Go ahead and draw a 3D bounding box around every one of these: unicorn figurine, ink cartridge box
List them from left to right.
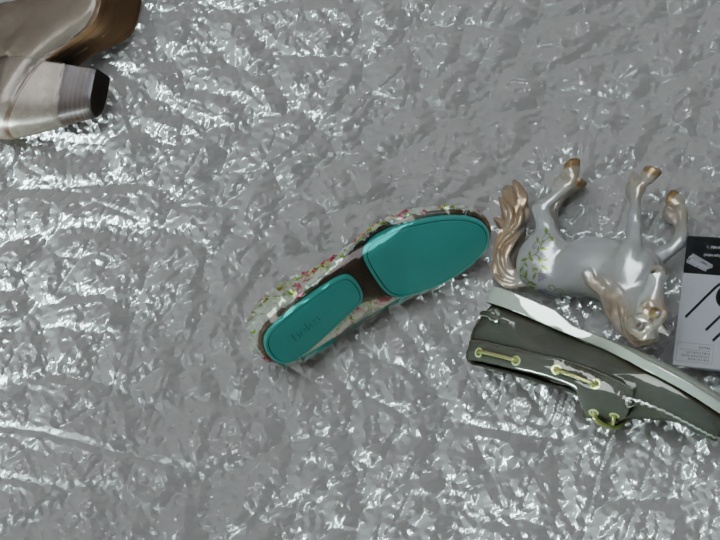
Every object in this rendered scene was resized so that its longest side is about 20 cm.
[{"bbox_3d":[0.177,-0.010,1.568,0.200,0.074,0.138,-3,59,47],"label":"unicorn figurine"},{"bbox_3d":[0.312,0.029,1.483,0.200,0.044,0.094,5,86,37],"label":"ink cartridge box"}]

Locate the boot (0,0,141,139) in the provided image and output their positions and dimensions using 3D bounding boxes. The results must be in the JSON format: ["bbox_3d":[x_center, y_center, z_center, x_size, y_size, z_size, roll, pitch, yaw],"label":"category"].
[{"bbox_3d":[-0.264,-0.201,1.792,0.146,0.070,0.200,6,68,21],"label":"boot"}]

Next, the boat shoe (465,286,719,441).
[{"bbox_3d":[0.169,0.077,1.538,0.201,0.072,0.060,26,89,23],"label":"boat shoe"}]

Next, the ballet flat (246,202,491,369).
[{"bbox_3d":[0.000,0.000,1.626,0.200,0.076,0.064,-28,28,-3],"label":"ballet flat"}]
